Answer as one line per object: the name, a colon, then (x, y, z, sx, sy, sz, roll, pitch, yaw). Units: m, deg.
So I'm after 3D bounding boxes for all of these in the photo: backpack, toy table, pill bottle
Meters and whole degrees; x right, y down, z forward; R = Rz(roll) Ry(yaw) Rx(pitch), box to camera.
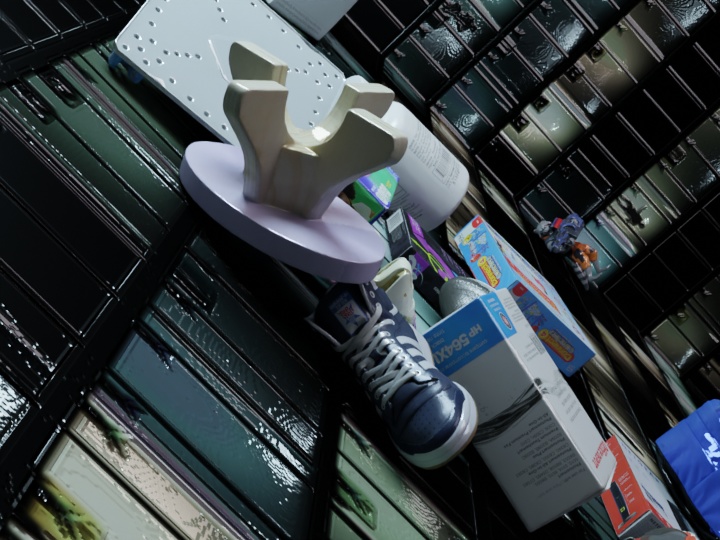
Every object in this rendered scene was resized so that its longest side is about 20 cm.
backpack: (0.465, 0.252, 1.485, 0.163, 0.168, 0.200, 46, 7, -39)
toy table: (-0.048, -0.091, 0.980, 0.199, 0.118, 0.184, 29, 24, 20)
pill bottle: (0.036, -0.149, 1.585, 0.200, 0.114, 0.115, 42, 14, -27)

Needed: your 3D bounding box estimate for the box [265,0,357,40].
box: (-0.084, -0.544, 2.179, 0.131, 0.200, 0.199, 51, 12, 24)

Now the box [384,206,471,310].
box: (0.111, 0.021, 1.506, 0.200, 0.036, 0.143, 45, 13, -18)

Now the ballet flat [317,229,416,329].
ballet flat: (0.000, 0.000, 1.109, 0.200, 0.071, 0.069, 44, 12, -20)

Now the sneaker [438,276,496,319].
sneaker: (0.122, 0.067, 1.319, 0.115, 0.075, 0.200, 29, 23, -49)

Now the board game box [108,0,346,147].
board game box: (-0.119, -0.188, 1.160, 0.200, 0.026, 0.201, 39, 40, -15)

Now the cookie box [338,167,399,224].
cookie box: (-0.056, -0.131, 1.305, 0.200, 0.075, 0.171, 46, 14, -7)

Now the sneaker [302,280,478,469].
sneaker: (0.018, 0.069, 0.958, 0.109, 0.070, 0.200, 48, 5, -25)

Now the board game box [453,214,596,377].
board game box: (0.244, 0.037, 1.862, 0.200, 0.056, 0.196, 41, 15, -29)

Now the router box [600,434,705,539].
router box: (0.357, 0.308, 1.436, 0.200, 0.049, 0.180, 45, 13, -15)

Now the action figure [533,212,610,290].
action figure: (0.484, -0.043, 2.917, 0.193, 0.105, 0.200, 43, 37, 9)

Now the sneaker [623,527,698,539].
sneaker: (0.284, 0.282, 1.219, 0.082, 0.077, 0.200, 28, 2, 3)

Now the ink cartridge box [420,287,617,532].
ink cartridge box: (0.144, 0.124, 1.143, 0.201, 0.084, 0.146, 58, 14, 7)
